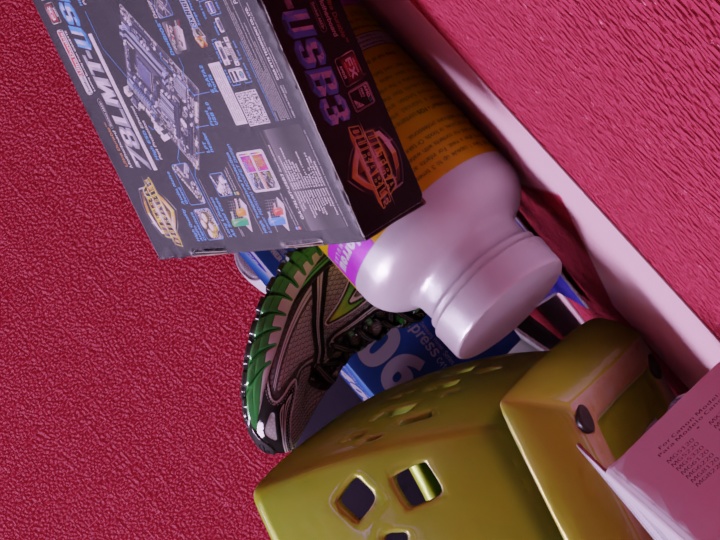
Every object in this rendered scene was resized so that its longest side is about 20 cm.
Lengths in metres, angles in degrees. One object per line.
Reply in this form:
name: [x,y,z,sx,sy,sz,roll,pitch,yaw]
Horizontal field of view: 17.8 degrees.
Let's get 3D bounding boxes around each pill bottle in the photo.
pill bottle: [0.013,-0.051,1.198,0.200,0.104,0.104,48,177,17]

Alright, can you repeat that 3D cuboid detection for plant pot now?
plant pot: [0.090,0.143,1.234,0.200,0.181,0.200,63,-154,-2]

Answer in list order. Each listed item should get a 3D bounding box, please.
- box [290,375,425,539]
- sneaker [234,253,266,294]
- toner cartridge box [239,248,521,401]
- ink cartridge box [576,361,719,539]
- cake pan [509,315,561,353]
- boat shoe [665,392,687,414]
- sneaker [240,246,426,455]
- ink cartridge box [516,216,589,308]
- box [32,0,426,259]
box: [0.047,0.175,1.563,0.200,0.117,0.197,52,-161,-45]
sneaker: [-0.033,-0.033,1.459,0.071,0.073,0.200,35,-160,-16]
toner cartridge box: [0.000,0.000,1.357,0.200,0.095,0.043,50,168,-24]
ink cartridge box: [0.205,0.141,0.998,0.200,0.084,0.176,50,177,-22]
cake pan: [0.076,0.031,1.553,0.200,0.037,0.200,35,-175,-4]
boat shoe: [0.203,0.153,1.169,0.071,0.070,0.200,0,136,45]
sneaker: [-0.002,0.014,1.264,0.085,0.201,0.078,28,168,11]
ink cartridge box: [0.035,-0.060,1.394,0.198,0.043,0.200,50,176,-23]
box: [-0.077,-0.105,1.131,0.198,0.050,0.201,-5,114,56]
